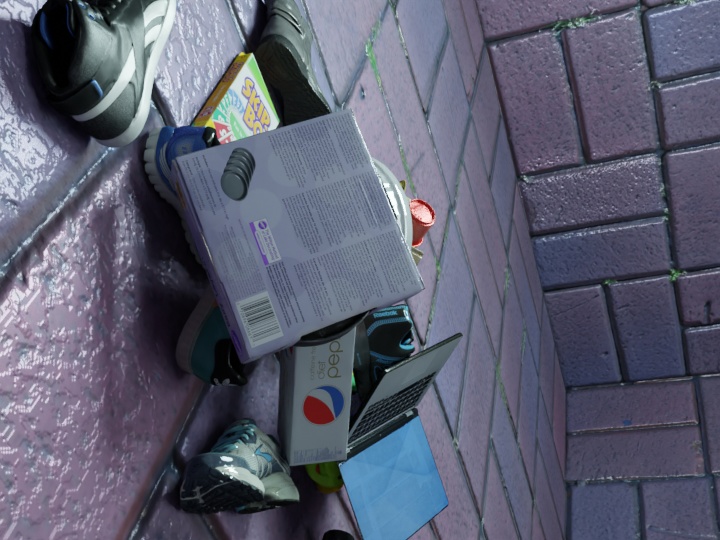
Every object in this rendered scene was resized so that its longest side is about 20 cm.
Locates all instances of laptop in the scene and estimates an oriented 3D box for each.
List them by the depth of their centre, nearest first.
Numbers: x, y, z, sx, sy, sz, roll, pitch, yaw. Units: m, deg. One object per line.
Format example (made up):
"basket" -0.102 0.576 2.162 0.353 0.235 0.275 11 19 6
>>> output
"laptop" 0.067 0.201 1.032 0.187 0.116 0.201 -17 142 -56

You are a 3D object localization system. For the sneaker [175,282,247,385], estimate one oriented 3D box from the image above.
"sneaker" -0.101 0.018 0.862 0.202 0.079 0.071 -66 154 -9

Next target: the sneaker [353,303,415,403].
"sneaker" 0.027 0.100 1.011 0.200 0.081 0.074 77 -3 -65

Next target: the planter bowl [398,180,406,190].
"planter bowl" -0.030 -0.053 1.144 0.083 0.201 0.201 32 35 -9

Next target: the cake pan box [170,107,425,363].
"cake pan box" -0.056 -0.032 0.820 0.202 0.183 0.052 67 -20 5

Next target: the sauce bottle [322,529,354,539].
"sauce bottle" -0.040 0.399 1.021 0.201 0.065 0.066 -77 152 -47

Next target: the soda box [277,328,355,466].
"soda box" -0.046 0.094 0.908 0.068 0.063 0.202 -130 -139 -63

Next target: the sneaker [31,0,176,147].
"sneaker" -0.217 -0.217 0.748 0.112 0.072 0.202 46 41 -61

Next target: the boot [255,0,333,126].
"boot" -0.077 -0.267 1.193 0.201 0.069 0.133 68 18 -45

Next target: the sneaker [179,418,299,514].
"sneaker" -0.126 0.190 0.873 0.200 0.077 0.087 52 23 -68

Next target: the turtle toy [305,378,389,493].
"turtle toy" -0.017 0.202 1.103 0.200 0.100 0.148 -32 113 -57

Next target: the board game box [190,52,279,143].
"board game box" -0.140 -0.172 1.028 0.201 0.030 0.096 -77 152 -51

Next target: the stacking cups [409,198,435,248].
"stacking cups" 0.032 -0.015 1.127 0.060 0.200 0.061 20 44 -20

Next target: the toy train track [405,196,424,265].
"toy train track" 0.000 0.000 1.037 0.201 0.114 0.033 -60 -176 9

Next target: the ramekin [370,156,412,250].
"ramekin" -0.048 -0.041 0.992 0.094 0.201 0.205 4 78 -55

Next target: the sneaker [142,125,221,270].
"sneaker" -0.136 -0.064 0.895 0.201 0.088 0.079 62 28 -44
